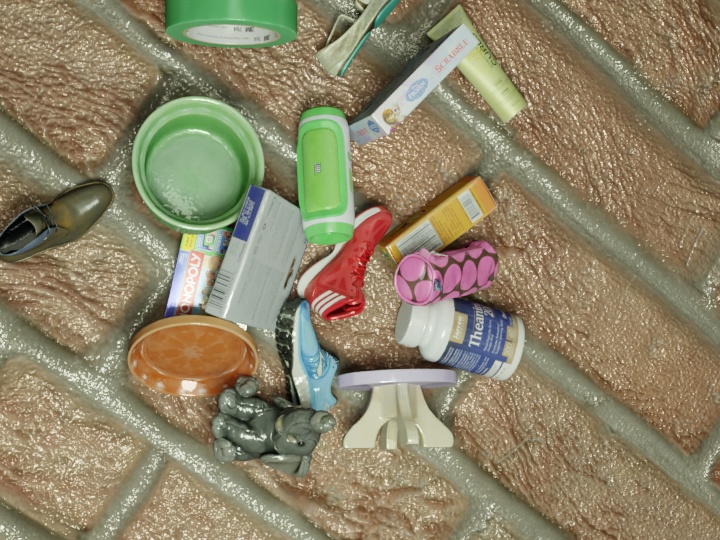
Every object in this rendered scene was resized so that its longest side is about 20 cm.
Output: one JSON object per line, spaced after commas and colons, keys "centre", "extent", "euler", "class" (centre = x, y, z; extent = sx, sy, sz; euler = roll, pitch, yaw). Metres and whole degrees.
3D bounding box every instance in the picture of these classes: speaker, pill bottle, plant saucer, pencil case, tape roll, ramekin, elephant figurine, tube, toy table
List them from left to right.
{"centre": [-0.253, 0.128, 1.421], "extent": [0.195, 0.202, 0.033], "euler": [5, 49, -13], "class": "plant saucer"}
{"centre": [-0.249, -0.152, 1.423], "extent": [0.195, 0.098, 0.205], "euler": [2, 81, -15], "class": "ramekin"}
{"centre": [-0.191, -0.373, 1.389], "extent": [0.195, 0.200, 0.049], "euler": [0, 93, -13], "class": "tape roll"}
{"centre": [-0.116, 0.247, 1.410], "extent": [0.195, 0.155, 0.145], "euler": [8, 104, 14], "class": "elephant figurine"}
{"centre": [-0.054, -0.148, 1.470], "extent": [0.086, 0.088, 0.205], "euler": [-1, 77, -13], "class": "speaker"}
{"centre": [0.062, 0.224, 1.496], "extent": [0.195, 0.184, 0.120], "euler": [-2, 77, -2], "class": "toy table"}
{"centre": [0.144, -0.001, 1.491], "extent": [0.198, 0.090, 0.096], "euler": [-14, 122, -51], "class": "pencil case"}
{"centre": [0.161, 0.104, 1.537], "extent": [0.196, 0.111, 0.114], "euler": [16, 89, -13], "class": "pill bottle"}
{"centre": [0.198, -0.340, 1.561], "extent": [0.201, 0.052, 0.058], "euler": [52, 41, -5], "class": "tube"}

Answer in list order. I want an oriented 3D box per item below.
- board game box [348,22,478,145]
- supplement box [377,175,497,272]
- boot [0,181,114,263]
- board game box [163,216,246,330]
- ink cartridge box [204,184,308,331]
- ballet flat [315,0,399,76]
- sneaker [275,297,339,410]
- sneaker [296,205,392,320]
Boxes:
{"centre": [0.074, -0.284, 1.456], "extent": [0.200, 0.199, 0.041], "euler": [-46, 101, -7], "class": "board game box"}
{"centre": [0.126, -0.075, 1.545], "extent": [0.198, 0.066, 0.070], "euler": [-34, 102, -9], "class": "supplement box"}
{"centre": [-0.456, -0.070, 1.393], "extent": [0.198, 0.097, 0.076], "euler": [-33, 99, -9], "class": "boot"}
{"centre": [-0.235, 0.030, 1.485], "extent": [0.132, 0.029, 0.205], "euler": [13, 89, -14], "class": "board game box"}
{"centre": [-0.150, -0.013, 1.439], "extent": [0.042, 0.200, 0.200], "euler": [18, 86, 18], "class": "ink cartridge box"}
{"centre": [0.001, -0.405, 1.504], "extent": [0.062, 0.067, 0.201], "euler": [37, 84, -2], "class": "ballet flat"}
{"centre": [-0.081, 0.138, 1.508], "extent": [0.088, 0.078, 0.205], "euler": [-15, 109, -24], "class": "sneaker"}
{"centre": [0.000, 0.000, 1.486], "extent": [0.201, 0.116, 0.078], "euler": [-48, 142, 3], "class": "sneaker"}
